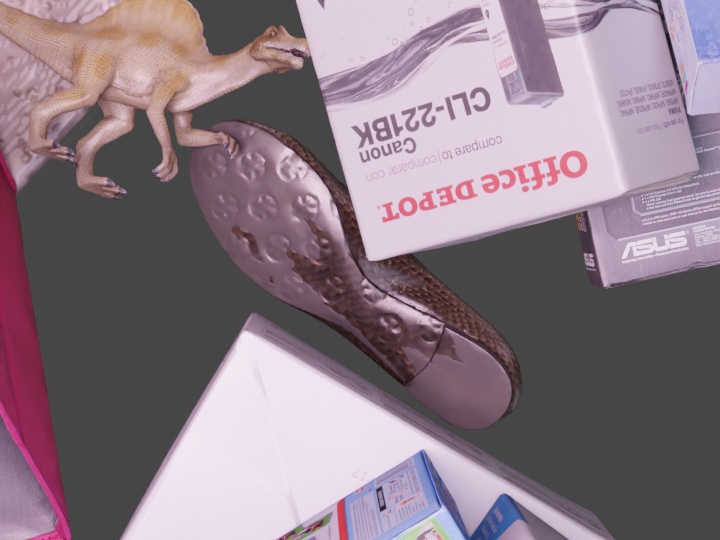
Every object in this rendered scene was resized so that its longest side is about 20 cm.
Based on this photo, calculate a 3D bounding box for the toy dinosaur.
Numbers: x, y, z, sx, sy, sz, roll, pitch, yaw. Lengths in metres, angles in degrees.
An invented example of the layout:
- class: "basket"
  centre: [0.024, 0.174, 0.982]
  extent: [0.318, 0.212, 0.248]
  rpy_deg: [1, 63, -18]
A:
- class: "toy dinosaur"
  centre: [-0.121, -0.092, 1.156]
  extent: [0.199, 0.058, 0.101]
  rpy_deg: [12, 71, 13]

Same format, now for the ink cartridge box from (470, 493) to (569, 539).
- class: "ink cartridge box"
  centre: [0.040, 0.207, 1.012]
  extent: [0.085, 0.145, 0.200]
  rpy_deg: [36, 92, -4]

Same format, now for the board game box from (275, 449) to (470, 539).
- class: "board game box"
  centre: [-0.047, 0.150, 1.004]
  extent: [0.200, 0.151, 0.037]
  rpy_deg: [-31, 95, 1]

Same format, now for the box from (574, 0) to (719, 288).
- class: "box"
  centre: [0.193, -0.088, 1.158]
  extent: [0.199, 0.048, 0.159]
  rpy_deg: [-13, 92, 0]

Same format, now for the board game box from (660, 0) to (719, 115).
- class: "board game box"
  centre: [0.228, -0.171, 1.099]
  extent: [0.199, 0.043, 0.199]
  rpy_deg: [-7, 59, -5]

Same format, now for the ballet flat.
- class: "ballet flat"
  centre: [0.000, 0.000, 1.166]
  extent: [0.200, 0.046, 0.067]
  rpy_deg: [40, 113, 3]

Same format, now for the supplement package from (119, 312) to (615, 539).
- class: "supplement package"
  centre: [-0.006, 0.139, 1.135]
  extent: [0.200, 0.111, 0.156]
  rpy_deg: [31, 92, -2]

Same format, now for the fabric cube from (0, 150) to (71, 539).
- class: "fabric cube"
  centre: [-0.250, 0.012, 1.043]
  extent: [0.196, 0.200, 0.200]
  rpy_deg: [-12, 59, 0]

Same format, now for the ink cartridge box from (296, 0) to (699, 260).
- class: "ink cartridge box"
  centre: [0.054, -0.117, 1.103]
  extent: [0.144, 0.084, 0.201]
  rpy_deg: [-15, 92, 34]
